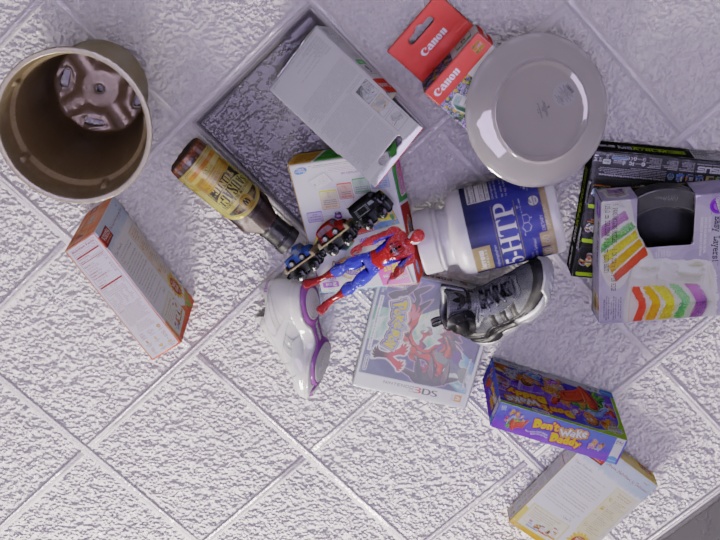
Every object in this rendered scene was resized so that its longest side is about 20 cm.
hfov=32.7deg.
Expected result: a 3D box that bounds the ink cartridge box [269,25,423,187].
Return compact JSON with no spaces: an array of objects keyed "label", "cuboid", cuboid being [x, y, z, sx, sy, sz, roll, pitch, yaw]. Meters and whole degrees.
[{"label":"ink cartridge box","cuboid":[-0.013,-0.218,1.627,0.200,0.050,0.109,44,110,8]}]

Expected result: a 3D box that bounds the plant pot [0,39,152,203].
[{"label":"plant pot","cuboid":[-0.356,-0.215,1.597,0.198,0.184,0.203,0,115,0]}]

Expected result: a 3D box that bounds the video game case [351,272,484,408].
[{"label":"video game case","cuboid":[0.095,0.101,1.823,0.180,0.023,0.202,12,113,-5]}]

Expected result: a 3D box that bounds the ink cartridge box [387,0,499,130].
[{"label":"ink cartridge box","cuboid":[0.144,-0.261,1.637,0.199,0.050,0.109,38,108,-16]}]

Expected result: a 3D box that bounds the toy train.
[{"label":"toy train","cuboid":[-0.037,-0.048,1.695,0.199,0.034,0.046,-37,98,28]}]

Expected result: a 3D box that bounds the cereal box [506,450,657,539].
[{"label":"cereal box","cuboid":[0.348,0.357,1.927,0.143,0.040,0.200,36,109,-15]}]

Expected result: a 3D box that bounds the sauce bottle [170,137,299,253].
[{"label":"sauce bottle","cuboid":[-0.171,-0.101,1.713,0.199,0.066,0.066,37,109,-16]}]

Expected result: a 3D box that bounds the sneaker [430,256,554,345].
[{"label":"sneaker","cuboid":[0.178,0.041,1.695,0.113,0.076,0.200,9,146,-27]}]

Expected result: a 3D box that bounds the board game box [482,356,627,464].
[{"label":"board game box","cuboid":[0.284,0.205,1.807,0.198,0.135,0.045,17,114,-8]}]

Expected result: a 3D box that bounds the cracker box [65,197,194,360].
[{"label":"cracker box","cuboid":[-0.321,0.009,1.725,0.057,0.134,0.201,-29,110,14]}]

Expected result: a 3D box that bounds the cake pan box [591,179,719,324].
[{"label":"cake pan box","cuboid":[0.416,-0.028,1.701,0.182,0.052,0.202,-4,116,-2]}]

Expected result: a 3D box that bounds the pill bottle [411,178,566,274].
[{"label":"pill bottle","cuboid":[0.177,-0.061,1.698,0.198,0.120,0.121,-14,113,7]}]

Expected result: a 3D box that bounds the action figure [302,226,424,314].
[{"label":"action figure","cuboid":[0.000,0.000,1.667,0.199,0.099,0.066,-31,91,27]}]

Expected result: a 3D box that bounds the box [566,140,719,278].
[{"label":"box","cuboid":[0.405,-0.078,1.729,0.197,0.048,0.195,4,117,-2]}]

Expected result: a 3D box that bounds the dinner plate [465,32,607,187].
[{"label":"dinner plate","cuboid":[0.235,-0.209,1.607,0.198,0.024,0.203,-2,100,-13]}]

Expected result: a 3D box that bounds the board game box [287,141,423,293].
[{"label":"board game box","cuboid":[-0.005,-0.072,1.718,0.151,0.040,0.202,-5,114,18]}]

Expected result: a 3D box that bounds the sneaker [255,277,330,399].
[{"label":"sneaker","cuboid":[-0.100,0.095,1.809,0.099,0.075,0.202,7,120,24]}]
